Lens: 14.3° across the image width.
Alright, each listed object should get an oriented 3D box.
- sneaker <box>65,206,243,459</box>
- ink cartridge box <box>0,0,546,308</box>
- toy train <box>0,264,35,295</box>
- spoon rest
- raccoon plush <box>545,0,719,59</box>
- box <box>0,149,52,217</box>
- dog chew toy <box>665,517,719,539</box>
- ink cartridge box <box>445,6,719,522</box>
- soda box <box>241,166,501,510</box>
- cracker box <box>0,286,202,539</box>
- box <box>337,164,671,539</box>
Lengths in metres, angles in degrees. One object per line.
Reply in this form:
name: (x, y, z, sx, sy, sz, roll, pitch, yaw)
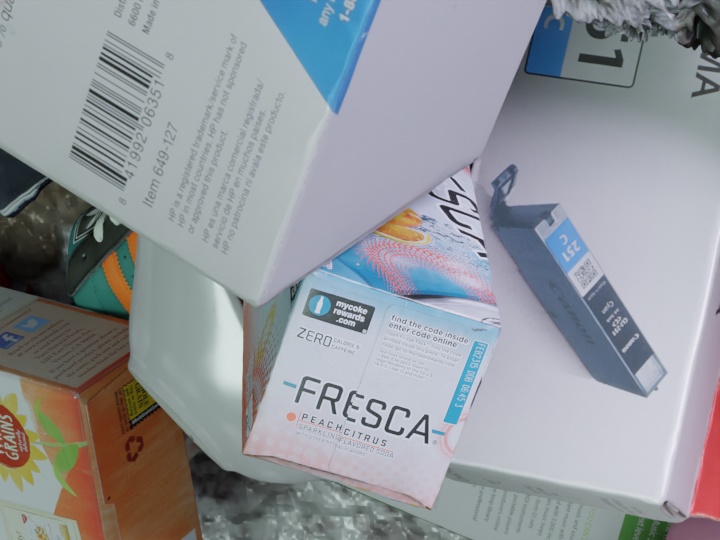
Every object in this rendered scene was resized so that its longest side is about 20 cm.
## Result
sneaker: (-0.074, -0.014, 1.098, 0.080, 0.071, 0.200, 27, 129, 9)
ink cartridge box: (-0.053, -0.118, 0.849, 0.200, 0.145, 0.147, 32, 123, 16)
toy train: (-0.153, 0.021, 1.184, 0.046, 0.034, 0.200, -8, 111, 17)
spoon rest: (-0.070, 0.004, 1.003, 0.200, 0.061, 0.099, 50, 172, -34)
raccoon plush: (0.106, -0.123, 0.944, 0.097, 0.134, 0.200, -24, 112, 25)
box: (-0.101, -0.162, 1.017, 0.197, 0.117, 0.200, -33, 98, 34)
dog chew toy: (0.150, 0.122, 1.011, 0.125, 0.125, 0.200, 37, 107, 5)
ink cartridge box: (0.123, -0.015, 0.963, 0.176, 0.045, 0.200, 10, 81, 21)
soda box: (0.000, 0.000, 0.940, 0.064, 0.200, 0.068, 16, 110, -9)
cracker box: (-0.157, 0.073, 1.143, 0.200, 0.058, 0.134, 14, 124, 35)
box: (0.063, 0.040, 1.089, 0.200, 0.036, 0.144, 23, 122, 15)
